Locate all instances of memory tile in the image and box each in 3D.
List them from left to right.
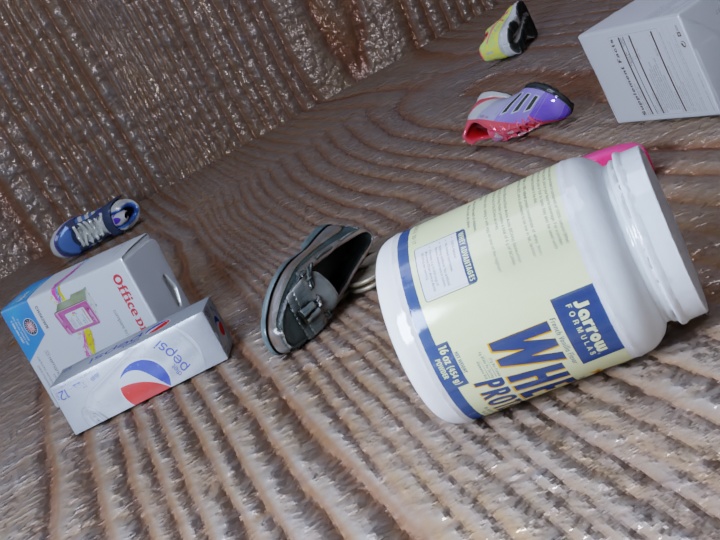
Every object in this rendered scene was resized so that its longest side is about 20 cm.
[{"bbox_3d":[0.000,0.000,1.424,0.199,0.017,0.153,-22,15,20],"label":"memory tile"}]

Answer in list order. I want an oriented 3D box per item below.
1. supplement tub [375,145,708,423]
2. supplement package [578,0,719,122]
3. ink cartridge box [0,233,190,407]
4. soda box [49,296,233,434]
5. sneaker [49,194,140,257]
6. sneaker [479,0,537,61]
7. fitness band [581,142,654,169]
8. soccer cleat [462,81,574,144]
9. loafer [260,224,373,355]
[{"bbox_3d":[0.126,0.009,0.874,0.199,0.146,0.145,-23,14,17],"label":"supplement tub"},{"bbox_3d":[0.362,-0.248,1.399,0.121,0.120,0.200,-33,15,-16],"label":"supplement package"},{"bbox_3d":[-0.316,0.062,1.536,0.199,0.145,0.085,-22,14,23],"label":"ink cartridge box"},{"bbox_3d":[-0.246,0.107,1.411,0.199,0.064,0.068,-26,12,5],"label":"soda box"},{"bbox_3d":[-0.582,-0.102,2.782,0.199,0.081,0.146,-32,9,-40],"label":"sneaker"},{"bbox_3d":[0.280,-0.460,2.422,0.090,0.079,0.200,-22,15,32],"label":"sneaker"},{"bbox_3d":[0.199,-0.075,1.265,0.199,0.038,0.144,-20,15,25],"label":"fitness band"},{"bbox_3d":[0.211,-0.205,1.687,0.073,0.068,0.199,-57,26,-14],"label":"soccer cleat"},{"bbox_3d":[-0.044,0.011,1.324,0.062,0.072,0.201,-9,32,28],"label":"loafer"}]
